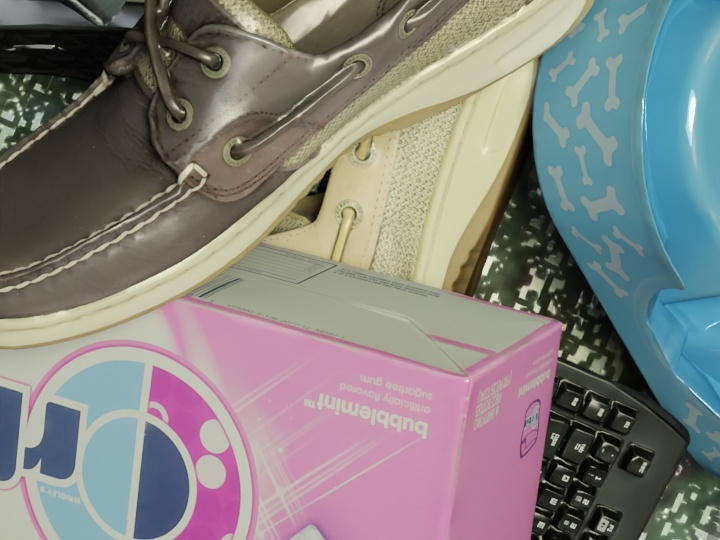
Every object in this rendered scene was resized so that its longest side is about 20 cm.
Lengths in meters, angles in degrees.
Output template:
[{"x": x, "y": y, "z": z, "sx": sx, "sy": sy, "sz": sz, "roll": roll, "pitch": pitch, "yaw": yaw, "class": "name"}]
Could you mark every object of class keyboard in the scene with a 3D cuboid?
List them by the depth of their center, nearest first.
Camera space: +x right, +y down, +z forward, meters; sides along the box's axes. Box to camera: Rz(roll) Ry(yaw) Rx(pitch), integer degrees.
[{"x": 0.037, "y": 0.122, "z": 0.804, "sx": 0.104, "sy": 0.040, "sz": 0.201, "roll": 19, "pitch": 112, "yaw": -15, "class": "keyboard"}]

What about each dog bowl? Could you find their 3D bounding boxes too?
[{"x": 0.113, "y": -0.011, "z": 0.791, "sx": 0.112, "sy": 0.049, "sz": 0.200, "roll": -54, "pitch": 129, "yaw": -27, "class": "dog bowl"}]

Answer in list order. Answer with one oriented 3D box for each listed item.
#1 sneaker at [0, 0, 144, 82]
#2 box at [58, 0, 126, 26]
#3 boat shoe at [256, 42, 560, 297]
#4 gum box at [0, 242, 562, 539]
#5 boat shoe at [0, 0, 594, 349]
[{"x": -0.087, "y": -0.102, "z": 0.809, "sx": 0.199, "sy": 0.072, "sz": 0.083, "roll": 3, "pitch": 79, "yaw": -10, "class": "sneaker"}, {"x": -0.105, "y": -0.206, "z": 0.732, "sx": 0.196, "sy": 0.124, "sz": 0.200, "roll": 31, "pitch": 84, "yaw": 33, "class": "box"}, {"x": 0.000, "y": 0.000, "z": 0.808, "sx": 0.065, "sy": 0.072, "sz": 0.201, "roll": 23, "pitch": 110, "yaw": 4, "class": "boat shoe"}, {"x": -0.053, "y": 0.051, "z": 0.770, "sx": 0.199, "sy": 0.066, "sz": 0.114, "roll": 15, "pitch": 108, "yaw": 23, "class": "gum box"}, {"x": -0.030, "y": -0.055, "z": 0.720, "sx": 0.199, "sy": 0.065, "sz": 0.072, "roll": -30, "pitch": 48, "yaw": -6, "class": "boat shoe"}]
